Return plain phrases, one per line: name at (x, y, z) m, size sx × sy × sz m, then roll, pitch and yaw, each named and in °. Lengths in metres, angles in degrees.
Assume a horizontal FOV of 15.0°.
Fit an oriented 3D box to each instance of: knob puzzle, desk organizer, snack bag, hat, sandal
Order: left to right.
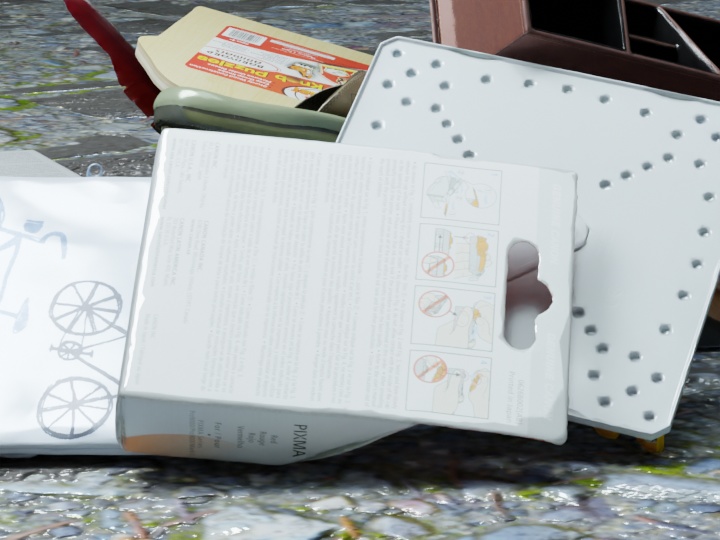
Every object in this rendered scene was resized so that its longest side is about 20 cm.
snack bag at (-0.145, 0.019, 1.301) m, size 0.199 × 0.021 × 0.189 m, roll 0°, pitch 44°, yaw 2°
hat at (-0.071, -0.101, 1.723) m, size 0.165 × 0.177 × 0.200 m, roll 1°, pitch 11°, yaw 20°
knob puzzle at (-0.042, -0.099, 1.625) m, size 0.219 × 0.031 × 0.220 m, roll 13°, pitch 21°, yaw -5°
sandal at (-0.012, -0.079, 1.421) m, size 0.200 × 0.058 × 0.080 m, roll 12°, pitch -15°, yaw -31°
desk organizer at (0.140, -0.120, 1.439) m, size 0.199 × 0.072 × 0.077 m, roll 10°, pitch -26°, yaw -32°

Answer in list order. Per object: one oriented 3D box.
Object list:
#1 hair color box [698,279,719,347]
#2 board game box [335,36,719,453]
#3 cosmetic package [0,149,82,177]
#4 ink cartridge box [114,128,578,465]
hair color box at (0.201, -0.013, 1.465) m, size 0.199 × 0.099 × 0.061 m, roll -2°, pitch 10°, yaw -4°
board game box at (0.075, -0.015, 1.305) m, size 0.199 × 0.026 × 0.200 m, roll 13°, pitch 54°, yaw 15°
cosmetic package at (-0.213, -0.021, 1.609) m, size 0.101 × 0.072 × 0.200 m, roll -5°, pitch 12°, yaw -20°
ink cartridge box at (-0.004, 0.015, 1.253) m, size 0.199 × 0.050 × 0.163 m, roll 7°, pitch 52°, yaw -2°
